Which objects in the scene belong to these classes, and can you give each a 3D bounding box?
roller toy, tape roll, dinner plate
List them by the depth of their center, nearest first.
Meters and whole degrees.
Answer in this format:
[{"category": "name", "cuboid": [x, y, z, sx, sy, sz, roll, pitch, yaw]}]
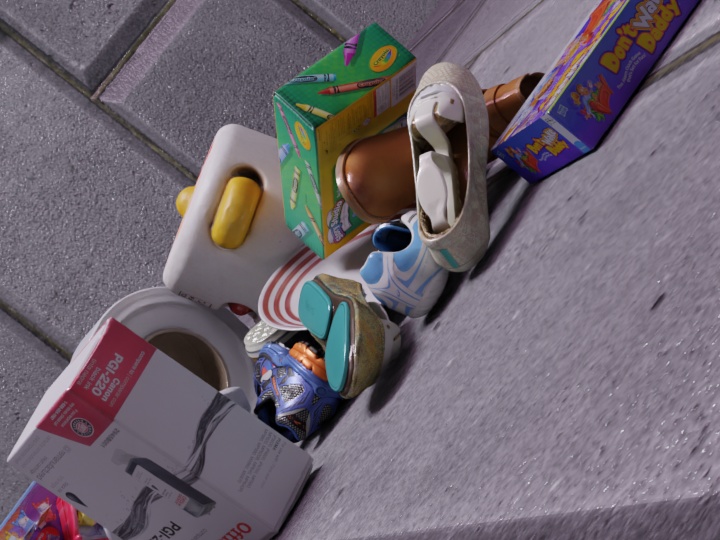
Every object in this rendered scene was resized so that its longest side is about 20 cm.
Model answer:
[{"category": "dinner plate", "cuboid": [0.000, 0.000, 1.662, 0.200, 0.024, 0.200, -23, 23, 10]}, {"category": "roller toy", "cuboid": [-0.117, -0.046, 1.825, 0.200, 0.139, 0.183, -78, 11, -53]}, {"category": "tape roll", "cuboid": [-0.192, 0.119, 1.839, 0.071, 0.202, 0.203, -42, 12, 51]}]

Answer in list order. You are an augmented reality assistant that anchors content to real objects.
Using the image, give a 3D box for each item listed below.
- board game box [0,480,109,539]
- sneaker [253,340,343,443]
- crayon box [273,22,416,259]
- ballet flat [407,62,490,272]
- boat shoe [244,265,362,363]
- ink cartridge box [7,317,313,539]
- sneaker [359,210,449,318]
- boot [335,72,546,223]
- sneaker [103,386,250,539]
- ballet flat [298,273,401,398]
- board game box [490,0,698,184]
[{"category": "board game box", "cuboid": [-0.231, 0.230, 1.685, 0.200, 0.158, 0.039, -56, 2, -35]}, {"category": "sneaker", "cuboid": [-0.065, 0.110, 1.596, 0.079, 0.075, 0.200, -57, 6, -12]}, {"category": "crayon box", "cuboid": [-0.011, -0.112, 1.640, 0.119, 0.058, 0.200, -37, -27, -21]}, {"category": "ballet flat", "cuboid": [0.068, -0.095, 1.456, 0.067, 0.062, 0.201, -22, 56, 24]}, {"category": "boat shoe", "cuboid": [-0.020, 0.035, 1.723, 0.200, 0.062, 0.075, -39, 19, -22]}, {"category": "ink cartridge box", "cuboid": [-0.159, 0.151, 1.452, 0.146, 0.200, 0.085, -45, 15, 48]}, {"category": "sneaker", "cuboid": [0.052, -0.029, 1.525, 0.072, 0.072, 0.200, -50, 4, 28]}, {"category": "boot", "cuboid": [0.079, -0.113, 1.555, 0.154, 0.074, 0.200, -25, 6, 36]}, {"category": "sneaker", "cuboid": [-0.149, 0.194, 1.584, 0.200, 0.099, 0.078, -47, -18, 31]}, {"category": "ballet flat", "cuboid": [-0.002, 0.051, 1.477, 0.071, 0.071, 0.200, -51, 20, 6]}, {"category": "board game box", "cuboid": [0.193, -0.169, 1.426, 0.200, 0.045, 0.134, -54, 7, -16]}]
